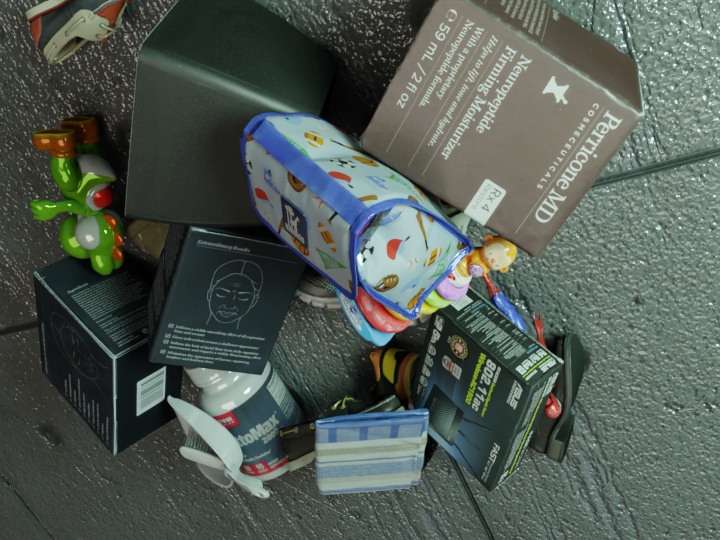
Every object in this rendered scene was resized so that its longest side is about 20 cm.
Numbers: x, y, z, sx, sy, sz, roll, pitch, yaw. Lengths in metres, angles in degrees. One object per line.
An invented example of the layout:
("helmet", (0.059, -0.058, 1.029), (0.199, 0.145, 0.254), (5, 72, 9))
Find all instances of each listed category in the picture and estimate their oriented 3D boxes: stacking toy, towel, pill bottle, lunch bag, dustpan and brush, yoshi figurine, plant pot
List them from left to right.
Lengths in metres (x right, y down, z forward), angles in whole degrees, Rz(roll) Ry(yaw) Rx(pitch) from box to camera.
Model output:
("yoshi figurine", (-0.370, -0.092, 1.072), (0.110, 0.112, 0.204), (-16, 115, -16))
("dustpan and brush", (-0.190, 0.259, 1.122), (0.197, 0.057, 0.142), (11, 132, 31))
("plant pot", (-0.129, -0.161, 0.879), (0.174, 0.201, 0.202), (18, 129, -3))
("pill bottle", (-0.164, 0.189, 1.180), (0.118, 0.120, 0.202), (-17, 116, 31))
("lunch bag", (-0.011, -0.056, 0.770), (0.170, 0.200, 0.125), (41, 95, 28))
("towel", (0.012, 0.233, 1.049), (0.143, 0.024, 0.202), (-4, 142, -4))
("stacking toy", (0.078, 0.001, 0.872), (0.197, 0.110, 0.117), (-14, 114, 38))

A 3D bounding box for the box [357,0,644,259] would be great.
("box", (0.132, -0.157, 0.767), (0.198, 0.165, 0.167), (31, 122, -1))

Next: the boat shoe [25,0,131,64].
("boat shoe", (-0.303, -0.288, 0.928), (0.197, 0.071, 0.064), (-8, 106, 35))

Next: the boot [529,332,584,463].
("boot", (0.186, 0.151, 1.042), (0.171, 0.069, 0.204), (15, 121, 23))

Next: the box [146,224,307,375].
("box", (-0.164, 0.011, 0.990), (0.146, 0.108, 0.202), (10, 124, -24))

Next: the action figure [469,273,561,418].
("action figure", (0.183, 0.081, 0.964), (0.065, 0.051, 0.203), (-29, 86, 44))

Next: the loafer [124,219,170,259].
("loafer", (-0.227, -0.074, 1.055), (0.198, 0.076, 0.068), (-24, 113, 45))

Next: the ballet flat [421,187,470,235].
("ballet flat", (0.089, -0.078, 0.920), (0.064, 0.071, 0.202), (-18, 120, 13))

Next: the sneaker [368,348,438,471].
("sneaker", (0.056, 0.188, 1.128), (0.089, 0.070, 0.203), (16, 130, 31))

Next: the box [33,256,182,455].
("box", (-0.354, 0.109, 1.161), (0.196, 0.123, 0.203), (37, 134, 25))

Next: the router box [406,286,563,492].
("router box", (0.138, 0.140, 0.965), (0.149, 0.062, 0.203), (39, 140, 29))

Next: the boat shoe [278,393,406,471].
("boat shoe", (-0.030, 0.204, 1.092), (0.199, 0.071, 0.061), (-31, 79, 27))

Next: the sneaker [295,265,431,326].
("sneaker", (0.000, 0.000, 1.017), (0.196, 0.078, 0.093), (10, 116, 8))
